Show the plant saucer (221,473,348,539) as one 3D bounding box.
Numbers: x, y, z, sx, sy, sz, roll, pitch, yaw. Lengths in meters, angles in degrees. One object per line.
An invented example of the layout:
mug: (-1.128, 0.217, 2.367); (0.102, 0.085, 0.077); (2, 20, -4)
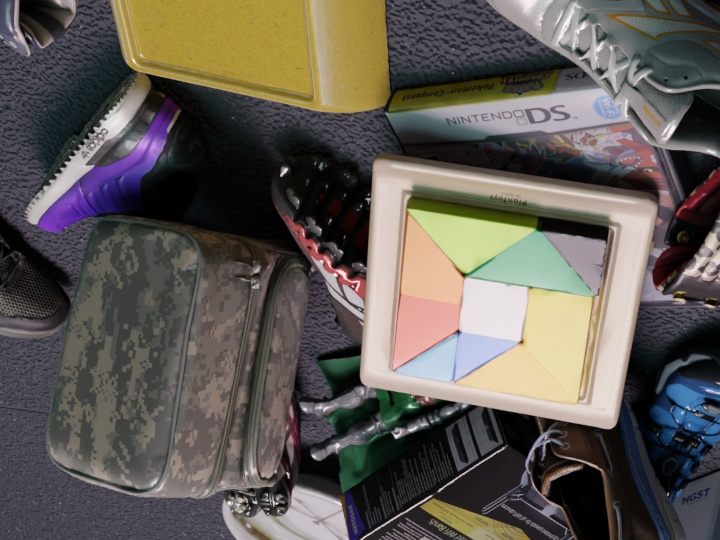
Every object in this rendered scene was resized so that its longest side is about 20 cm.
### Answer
plant saucer: (-0.037, 0.250, 1.350); (0.198, 0.050, 0.201); (16, 143, 12)

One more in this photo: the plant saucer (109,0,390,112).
plant saucer: (-0.085, -0.180, 0.854); (0.198, 0.049, 0.201); (14, 141, 15)

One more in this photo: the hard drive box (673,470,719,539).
hard drive box: (0.246, 0.281, 1.099); (0.077, 0.201, 0.156); (35, 142, -14)

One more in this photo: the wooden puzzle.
wooden puzzle: (0.092, 0.022, 0.914); (0.183, 0.037, 0.201); (9, 126, 9)

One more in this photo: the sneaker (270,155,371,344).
sneaker: (0.000, 0.000, 1.005); (0.200, 0.071, 0.098); (44, 148, -15)

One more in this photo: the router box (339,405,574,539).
router box: (0.105, 0.198, 1.110); (0.157, 0.052, 0.200); (-36, 133, 20)

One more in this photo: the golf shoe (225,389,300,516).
golf shoe: (-0.091, 0.112, 1.181); (0.076, 0.088, 0.202); (5, 116, 15)

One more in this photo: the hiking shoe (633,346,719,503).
hiking shoe: (0.234, 0.131, 1.012); (0.074, 0.087, 0.200); (20, 145, -5)

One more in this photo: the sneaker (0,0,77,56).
sneaker: (-0.274, -0.170, 0.949); (0.145, 0.077, 0.203); (27, 143, 2)

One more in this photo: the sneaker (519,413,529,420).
sneaker: (0.069, 0.158, 1.146); (0.077, 0.085, 0.200); (33, 143, -13)

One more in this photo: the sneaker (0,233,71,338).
sneaker: (-0.329, -0.019, 1.167); (0.199, 0.076, 0.114); (39, 148, -9)

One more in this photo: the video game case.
video game case: (0.132, -0.047, 0.909); (0.179, 0.026, 0.201); (-3, 135, 32)

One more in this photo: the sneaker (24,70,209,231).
sneaker: (-0.178, -0.063, 1.032); (0.099, 0.070, 0.200); (35, 143, -17)

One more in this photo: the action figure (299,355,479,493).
action figure: (0.037, 0.098, 1.096); (0.199, 0.119, 0.054); (-27, 163, 37)

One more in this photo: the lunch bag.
lunch bag: (-0.115, 0.063, 1.003); (0.138, 0.202, 0.167); (8, 177, 37)

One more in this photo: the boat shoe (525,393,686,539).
boat shoe: (0.161, 0.136, 0.987); (0.072, 0.201, 0.072); (-2, 139, -33)

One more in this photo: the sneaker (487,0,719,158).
sneaker: (0.154, -0.119, 0.752); (0.199, 0.092, 0.076); (24, 143, 2)

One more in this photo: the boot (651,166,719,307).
boot: (0.254, 0.022, 0.863); (0.149, 0.074, 0.201); (19, 138, -8)
